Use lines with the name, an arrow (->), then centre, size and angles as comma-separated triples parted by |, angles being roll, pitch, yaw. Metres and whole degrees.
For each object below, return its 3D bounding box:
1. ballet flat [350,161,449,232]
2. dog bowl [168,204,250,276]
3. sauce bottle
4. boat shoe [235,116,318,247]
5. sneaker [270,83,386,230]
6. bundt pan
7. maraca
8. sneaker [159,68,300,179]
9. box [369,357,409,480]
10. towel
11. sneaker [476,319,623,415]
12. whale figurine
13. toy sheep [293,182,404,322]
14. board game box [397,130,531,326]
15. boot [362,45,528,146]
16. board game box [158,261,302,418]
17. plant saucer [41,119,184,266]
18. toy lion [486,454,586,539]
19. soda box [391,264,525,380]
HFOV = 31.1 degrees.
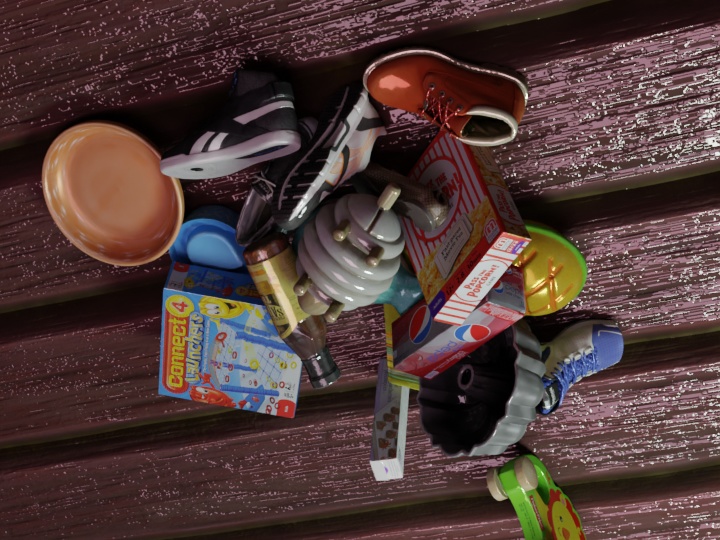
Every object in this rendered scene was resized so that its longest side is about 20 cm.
ballet flat -> 0.046, -0.097, 1.568 | 0.046, 0.199, 0.068 | -40, 123, -15
dog bowl -> -0.176, -0.003, 1.739 | 0.110, 0.050, 0.201 | -16, 123, 21
sauce bottle -> -0.082, 0.053, 1.630 | 0.065, 0.066, 0.202 | -20, 102, 23
boat shoe -> -0.101, -0.100, 1.616 | 0.072, 0.070, 0.202 | 46, 130, 30
sneaker -> -0.032, -0.124, 1.540 | 0.073, 0.201, 0.080 | 12, 152, 48
bundt pan -> 0.160, 0.143, 1.635 | 0.075, 0.204, 0.202 | 18, 132, -32
maraca -> 0.189, -0.011, 1.632 | 0.197, 0.108, 0.138 | 21, 129, -7
sneaker -> -0.159, -0.183, 1.572 | 0.197, 0.114, 0.073 | -11, 167, 28
box -> 0.041, 0.199, 1.763 | 0.038, 0.201, 0.042 | -8, 128, 11
towel -> 0.066, 0.066, 1.721 | 0.085, 0.018, 0.203 | 8, 115, 31
sneaker -> 0.258, 0.138, 1.704 | 0.196, 0.116, 0.082 | -12, 120, -6
whale figurine -> 0.000, 0.000, 1.657 | 0.199, 0.104, 0.160 | 35, 127, 2
toy sheep -> -0.011, -0.023, 1.533 | 0.137, 0.139, 0.200 | 33, 119, -17
board game box -> 0.114, -0.061, 1.543 | 0.046, 0.202, 0.152 | 13, 130, -32
boot -> 0.095, -0.199, 1.504 | 0.197, 0.108, 0.076 | 9, 131, 5
board game box -> -0.170, 0.096, 1.748 | 0.193, 0.056, 0.202 | 9, 130, 0
plant saucer -> -0.316, -0.103, 1.672 | 0.197, 0.038, 0.203 | 8, 121, 14
toy lion -> 0.273, 0.365, 1.888 | 0.068, 0.191, 0.203 | -24, 81, 26
soda box -> 0.119, 0.060, 1.601 | 0.063, 0.071, 0.200 | 19, 143, -28
